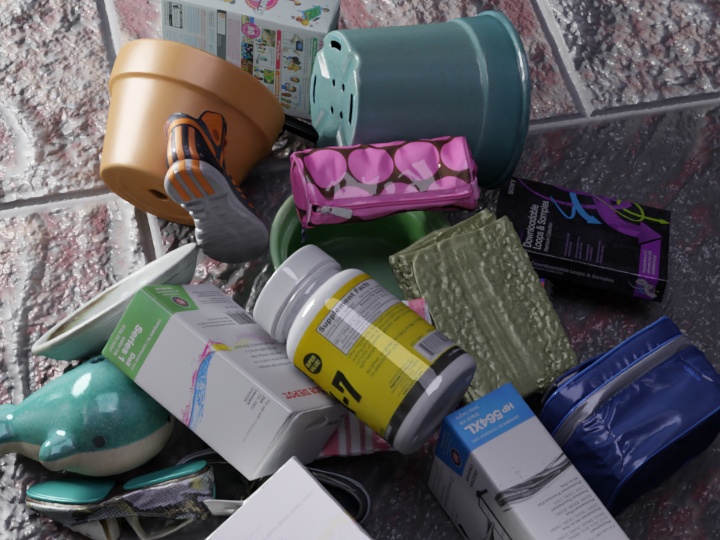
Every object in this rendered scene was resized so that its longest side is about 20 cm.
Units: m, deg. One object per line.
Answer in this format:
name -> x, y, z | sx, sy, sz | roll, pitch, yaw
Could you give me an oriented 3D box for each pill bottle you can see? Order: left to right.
pill bottle -> 0.002, 0.071, 1.471 | 0.200, 0.115, 0.114 | 38, 60, 16

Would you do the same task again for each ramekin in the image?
ramekin -> 0.000, 0.000, 1.660 | 0.198, 0.098, 0.201 | 2, 55, -3

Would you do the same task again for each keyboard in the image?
keyboard -> -0.114, -0.172, 1.787 | 0.199, 0.104, 0.040 | 24, 98, -8

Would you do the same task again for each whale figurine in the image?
whale figurine -> -0.284, 0.137, 1.521 | 0.198, 0.105, 0.159 | -3, 20, 12

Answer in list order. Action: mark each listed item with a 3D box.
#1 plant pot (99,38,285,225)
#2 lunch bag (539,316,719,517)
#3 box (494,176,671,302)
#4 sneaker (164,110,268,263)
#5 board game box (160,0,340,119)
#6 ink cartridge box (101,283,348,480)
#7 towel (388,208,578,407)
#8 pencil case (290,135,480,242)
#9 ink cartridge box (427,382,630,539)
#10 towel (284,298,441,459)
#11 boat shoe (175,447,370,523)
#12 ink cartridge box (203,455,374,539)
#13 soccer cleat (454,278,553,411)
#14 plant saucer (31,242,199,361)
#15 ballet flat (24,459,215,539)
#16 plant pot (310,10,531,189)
plant pot -> -0.200, -0.142, 1.699 | 0.199, 0.200, 0.141 | 18, 71, 8
lunch bag -> 0.262, 0.148, 1.551 | 0.199, 0.136, 0.133 | -30, 65, -24
box -> 0.244, -0.038, 1.721 | 0.198, 0.036, 0.143 | 11, 37, 5
sneaker -> -0.147, -0.094, 1.595 | 0.077, 0.200, 0.113 | -11, 58, 7
board game box -> -0.129, -0.265, 1.808 | 0.198, 0.148, 0.065 | 14, 52, 5
ink cartridge box -> -0.125, 0.103, 1.490 | 0.200, 0.145, 0.084 | 38, 104, 18
towel -> 0.128, 0.044, 1.579 | 0.148, 0.036, 0.201 | -24, 80, -24
pencil case -> 0.028, -0.089, 1.612 | 0.198, 0.092, 0.094 | -9, 20, -9
ink cartridge box -> 0.157, 0.234, 1.477 | 0.084, 0.146, 0.200 | -24, 59, -21
towel -> -0.018, 0.113, 1.544 | 0.198, 0.030, 0.148 | -10, 84, 14
boat shoe -> -0.088, 0.214, 1.513 | 0.198, 0.057, 0.069 | 8, 85, -1
ink cartridge box -> -0.054, 0.271, 1.405 | 0.125, 0.129, 0.200 | -42, 80, -12
soccer cleat -> 0.146, 0.080, 1.635 | 0.073, 0.068, 0.201 | 24, 60, 8
plant saucer -> -0.240, 0.044, 1.580 | 0.200, 0.200, 0.050 | -37, 101, -26
ballet flat -> -0.230, 0.231, 1.490 | 0.199, 0.072, 0.072 | -10, 53, 16
plant pot -> 0.058, -0.190, 1.713 | 0.194, 0.201, 0.201 | -1, 54, -21
